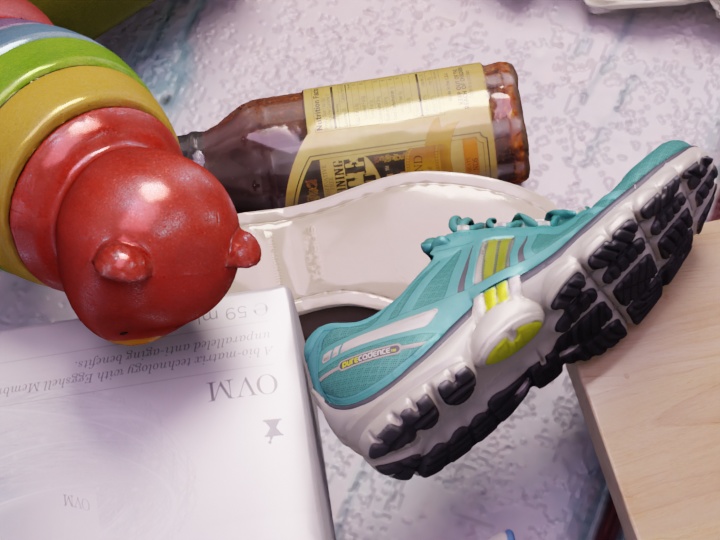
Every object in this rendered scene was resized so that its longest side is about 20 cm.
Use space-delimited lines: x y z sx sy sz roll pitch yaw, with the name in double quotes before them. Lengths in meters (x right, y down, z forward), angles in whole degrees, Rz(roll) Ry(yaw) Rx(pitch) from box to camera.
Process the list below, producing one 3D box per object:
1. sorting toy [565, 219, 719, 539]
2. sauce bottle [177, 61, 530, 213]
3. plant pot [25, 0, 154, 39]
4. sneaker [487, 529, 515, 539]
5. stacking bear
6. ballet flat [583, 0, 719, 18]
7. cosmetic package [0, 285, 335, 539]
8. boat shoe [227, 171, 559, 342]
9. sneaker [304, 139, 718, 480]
"sorting toy" 0.200 0.075 0.940 0.199 0.070 0.200 -13 65 -9
"sauce bottle" -0.019 -0.056 1.028 0.199 0.066 0.066 -10 65 3
"plant pot" -0.155 -0.196 1.045 0.192 0.201 0.201 -22 65 -18
"sneaker" 0.110 0.183 0.904 0.199 0.074 0.082 31 69 16
"stacking bear" -0.123 -0.036 0.899 0.121 0.114 0.200 -1 25 -40
"ballet flat" 0.108 -0.168 1.071 0.199 0.072 0.072 13 67 12
"cosmetic package" -0.109 0.133 0.917 0.198 0.123 0.201 -10 66 0
"boat shoe" 0.000 0.000 0.999 0.199 0.060 0.072 -9 77 2
"sneaker" 0.064 0.002 0.897 0.200 0.078 0.080 -34 58 -8
